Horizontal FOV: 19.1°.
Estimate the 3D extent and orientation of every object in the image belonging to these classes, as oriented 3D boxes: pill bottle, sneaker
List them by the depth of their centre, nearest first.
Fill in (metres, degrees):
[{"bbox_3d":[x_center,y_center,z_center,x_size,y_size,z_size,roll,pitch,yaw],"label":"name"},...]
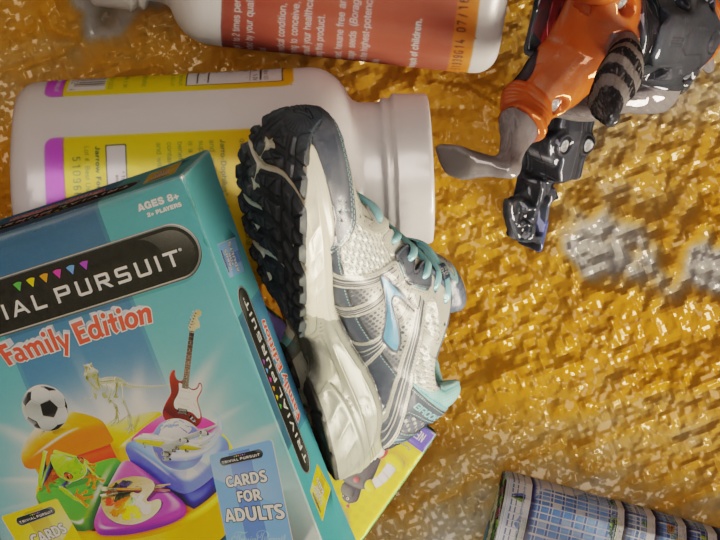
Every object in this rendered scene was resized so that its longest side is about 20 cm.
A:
[{"bbox_3d":[0.000,0.000,0.982,0.086,0.078,0.201,-23,133,-14],"label":"sneaker"},{"bbox_3d":[-0.028,-0.160,1.037,0.198,0.112,0.113,5,89,-1],"label":"pill bottle"},{"bbox_3d":[-0.065,-0.044,1.040,0.198,0.104,0.105,-3,90,-1],"label":"pill bottle"}]

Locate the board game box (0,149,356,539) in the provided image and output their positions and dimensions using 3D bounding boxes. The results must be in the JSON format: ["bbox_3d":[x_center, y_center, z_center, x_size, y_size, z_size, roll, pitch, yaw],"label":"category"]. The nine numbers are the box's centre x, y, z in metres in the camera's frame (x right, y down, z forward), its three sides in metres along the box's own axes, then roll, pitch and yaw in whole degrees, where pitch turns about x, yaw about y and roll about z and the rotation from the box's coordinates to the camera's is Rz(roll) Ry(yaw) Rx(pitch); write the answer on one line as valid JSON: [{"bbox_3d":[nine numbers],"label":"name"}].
[{"bbox_3d":[-0.107,0.065,0.982,0.150,0.047,0.201,-17,103,16],"label":"board game box"}]

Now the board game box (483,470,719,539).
[{"bbox_3d":[0.095,0.211,1.062,0.198,0.062,0.202,14,89,-2],"label":"board game box"}]

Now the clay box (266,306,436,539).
[{"bbox_3d":[-0.065,0.128,1.067,0.115,0.048,0.201,35,88,0],"label":"clay box"}]

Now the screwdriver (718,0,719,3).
[{"bbox_3d":[0.117,-0.206,1.079,0.028,0.029,0.200,-41,95,-1],"label":"screwdriver"}]

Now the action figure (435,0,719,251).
[{"bbox_3d":[0.115,-0.086,1.015,0.104,0.193,0.201,21,115,28],"label":"action figure"}]
